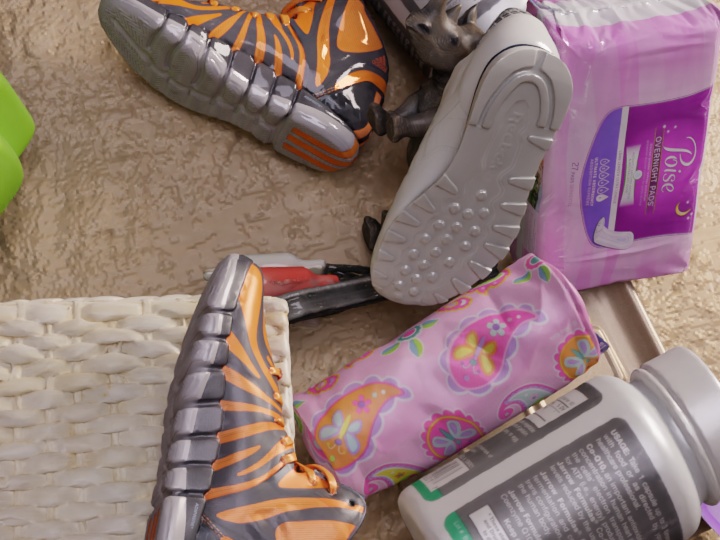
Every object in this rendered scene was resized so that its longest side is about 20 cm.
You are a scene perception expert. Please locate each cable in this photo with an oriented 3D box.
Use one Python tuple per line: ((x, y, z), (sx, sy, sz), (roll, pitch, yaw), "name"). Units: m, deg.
((0.000, 0.000, 1.251), (0.199, 0.097, 0.050), (-12, 95, -13), "cable")

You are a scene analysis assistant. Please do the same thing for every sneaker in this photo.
((0.066, -0.067, 1.192), (0.076, 0.200, 0.081), (20, 27, -24), "sneaker")
((-0.051, 0.095, 1.054), (0.112, 0.078, 0.201), (12, 73, -11), "sneaker")
((-0.072, -0.159, 1.301), (0.200, 0.078, 0.112), (31, 65, -10), "sneaker")

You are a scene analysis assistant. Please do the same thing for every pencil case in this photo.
((0.055, 0.067, 1.212), (0.200, 0.087, 0.088), (-32, 80, -4), "pencil case")

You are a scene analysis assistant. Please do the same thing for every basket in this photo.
((-0.141, 0.121, 1.151), (0.199, 0.161, 0.199), (-1, 73, -9), "basket")

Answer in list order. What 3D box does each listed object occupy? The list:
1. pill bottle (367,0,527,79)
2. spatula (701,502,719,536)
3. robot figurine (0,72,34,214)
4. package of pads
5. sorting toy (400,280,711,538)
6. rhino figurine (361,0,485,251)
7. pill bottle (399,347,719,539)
((0.069, -0.193, 1.317), (0.113, 0.113, 0.200), (-34, 81, -19), "pill bottle")
((0.277, 0.111, 1.279), (0.057, 0.021, 0.200), (48, 54, -10), "spatula")
((-0.292, -0.044, 1.200), (0.175, 0.116, 0.200), (25, 68, 28), "robot figurine")
((0.164, -0.088, 1.248), (0.120, 0.200, 0.076), (-9, 36, -15), "package of pads")
((0.124, 0.118, 1.269), (0.200, 0.036, 0.185), (-23, 77, -12), "sorting toy")
((0.053, -0.099, 1.250), (0.087, 0.200, 0.060), (-9, 35, -19), "rhino figurine")
((0.134, 0.136, 1.171), (0.200, 0.113, 0.113), (-29, 79, -6), "pill bottle")
